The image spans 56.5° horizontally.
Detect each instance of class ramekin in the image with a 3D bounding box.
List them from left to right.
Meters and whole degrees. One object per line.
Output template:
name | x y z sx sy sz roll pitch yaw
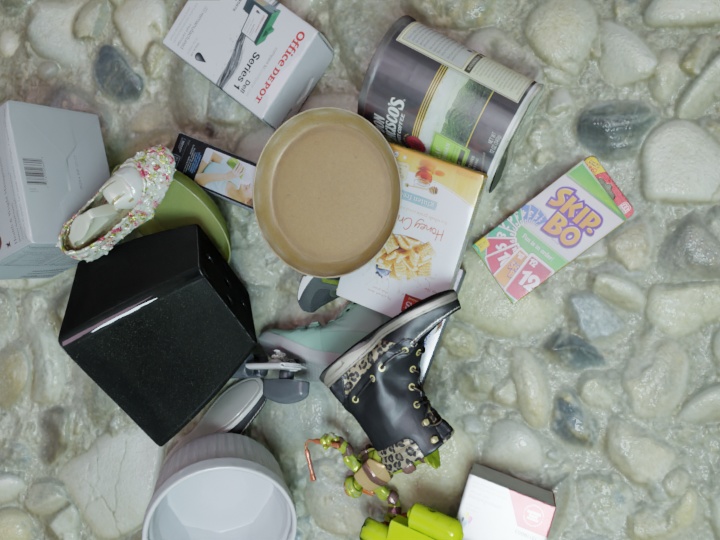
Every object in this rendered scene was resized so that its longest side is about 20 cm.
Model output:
ramekin | -0.187 0.316 0.892 0.194 0.105 0.206 -4 110 -12

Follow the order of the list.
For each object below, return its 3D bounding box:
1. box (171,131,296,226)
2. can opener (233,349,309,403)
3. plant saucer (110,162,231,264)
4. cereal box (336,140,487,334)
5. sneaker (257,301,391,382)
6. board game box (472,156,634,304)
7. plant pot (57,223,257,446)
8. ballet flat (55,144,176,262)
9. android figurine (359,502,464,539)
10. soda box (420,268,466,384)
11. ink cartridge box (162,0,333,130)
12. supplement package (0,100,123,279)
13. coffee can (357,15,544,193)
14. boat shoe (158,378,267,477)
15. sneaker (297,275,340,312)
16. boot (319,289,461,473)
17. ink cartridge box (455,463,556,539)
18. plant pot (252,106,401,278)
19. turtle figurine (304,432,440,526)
box | -0.157 -0.117 0.935 0.196 0.117 0.061 24 90 14
can opener | -0.153 0.141 0.914 0.196 0.052 0.069 -3 77 39
plant saucer | -0.258 -0.080 0.938 0.196 0.202 0.031 24 57 13
cereal box | 0.061 -0.042 0.830 0.141 0.039 0.205 19 103 17
sneaker | -0.045 0.090 0.935 0.196 0.075 0.119 7 50 34
board game box | 0.254 -0.054 0.882 0.198 0.030 0.097 -38 81 7
plant pot | -0.246 0.061 0.877 0.175 0.201 0.202 -30 122 4
ballet flat | -0.308 -0.078 0.839 0.199 0.064 0.076 -43 80 19
android figurine | 0.080 0.391 0.831 0.196 0.041 0.187 18 92 26
soda box | 0.077 0.083 0.894 0.062 0.068 0.205 21 92 12
ink cartridge box | -0.158 -0.319 0.959 0.198 0.084 0.148 37 96 12
supplement package | -0.473 -0.104 0.961 0.196 0.146 0.197 -18 82 33
coffee can | 0.114 -0.213 0.859 0.197 0.146 0.149 30 94 12
boat shoe | -0.199 0.239 0.956 0.200 0.074 0.060 -47 122 -3
sneaker | 0.000 0.000 0.908 0.199 0.074 0.085 -39 71 8
boot | 0.063 0.131 0.789 0.198 0.073 0.153 -35 84 13
ink cartridge box | 0.168 0.371 0.860 0.114 0.067 0.206 16 92 15
plant pot | -0.041 -0.094 0.823 0.194 0.027 0.207 1 95 18
turtle figurine | 0.031 0.270 0.894 0.161 0.064 0.201 -40 92 29
